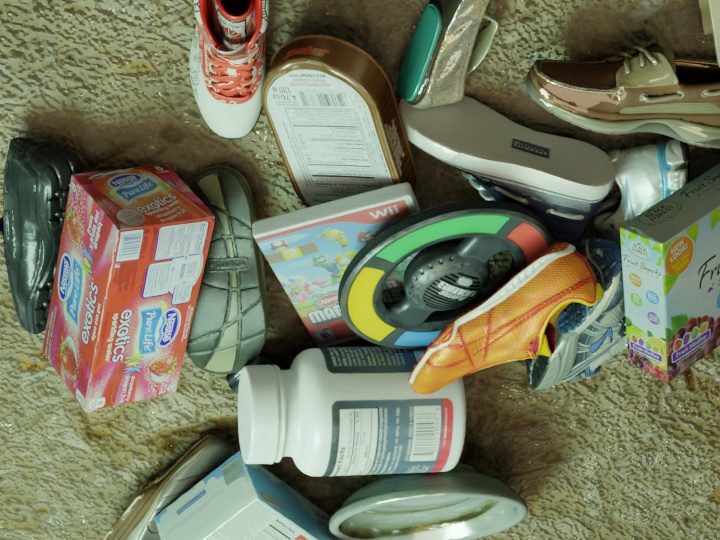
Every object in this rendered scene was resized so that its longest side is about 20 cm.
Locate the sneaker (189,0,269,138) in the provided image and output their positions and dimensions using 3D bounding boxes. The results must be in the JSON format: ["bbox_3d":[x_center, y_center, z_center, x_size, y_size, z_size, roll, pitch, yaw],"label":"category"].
[{"bbox_3d":[-0.110,-0.181,1.212,0.067,0.108,0.203,6,122,-3],"label":"sneaker"}]

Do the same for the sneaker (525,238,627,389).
[{"bbox_3d":[0.217,0.036,1.357,0.084,0.078,0.201,0,147,-16],"label":"sneaker"}]

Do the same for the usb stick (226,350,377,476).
[{"bbox_3d":[-0.040,0.142,1.456,0.199,0.033,0.056,33,117,-18],"label":"usb stick"}]

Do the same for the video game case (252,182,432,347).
[{"bbox_3d":[0.000,0.000,1.330,0.142,0.018,0.200,-14,145,9],"label":"video game case"}]

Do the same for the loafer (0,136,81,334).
[{"bbox_3d":[-0.294,-0.031,1.338,0.070,0.068,0.202,30,131,22],"label":"loafer"}]

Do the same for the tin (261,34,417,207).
[{"bbox_3d":[-0.019,-0.112,1.260,0.111,0.042,0.201,7,140,25],"label":"tin"}]

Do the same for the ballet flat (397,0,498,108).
[{"bbox_3d":[0.089,-0.224,1.220,0.067,0.068,0.201,3,130,-24],"label":"ballet flat"}]

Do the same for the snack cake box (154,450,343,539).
[{"bbox_3d":[-0.096,0.276,1.478,0.115,0.067,0.200,-38,133,9],"label":"snack cake box"}]

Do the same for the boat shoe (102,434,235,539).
[{"bbox_3d":[-0.204,0.242,1.492,0.200,0.072,0.076,-51,133,4],"label":"boat shoe"}]

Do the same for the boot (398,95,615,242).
[{"bbox_3d":[0.117,-0.085,1.297,0.198,0.073,0.091,21,141,1],"label":"boot"}]

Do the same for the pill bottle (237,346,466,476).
[{"bbox_3d":[-0.011,0.131,1.379,0.198,0.120,0.120,0,123,-13],"label":"pill bottle"}]

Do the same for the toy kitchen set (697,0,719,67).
[{"bbox_3d":[0.364,-0.252,1.134,0.198,0.164,0.182,-13,121,8],"label":"toy kitchen set"}]

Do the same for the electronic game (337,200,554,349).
[{"bbox_3d":[0.077,0.007,1.305,0.198,0.042,0.201,-11,144,-8],"label":"electronic game"}]

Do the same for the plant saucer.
[{"bbox_3d":[0.066,0.229,1.470,0.198,0.051,0.200,-5,157,-2],"label":"plant saucer"}]

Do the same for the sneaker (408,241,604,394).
[{"bbox_3d":[0.122,0.058,1.284,0.200,0.073,0.077,-38,85,27],"label":"sneaker"}]

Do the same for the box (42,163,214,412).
[{"bbox_3d":[-0.211,0.015,1.322,0.099,0.095,0.201,-10,130,-36],"label":"box"}]

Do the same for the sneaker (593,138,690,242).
[{"bbox_3d":[0.256,-0.029,1.337,0.086,0.075,0.202,0,120,15],"label":"sneaker"}]

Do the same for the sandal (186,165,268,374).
[{"bbox_3d":[-0.120,0.000,1.360,0.079,0.057,0.203,4,107,4],"label":"sandal"}]

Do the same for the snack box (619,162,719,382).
[{"bbox_3d":[0.312,-0.014,1.283,0.199,0.053,0.143,-31,126,-29],"label":"snack box"}]

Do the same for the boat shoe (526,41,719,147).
[{"bbox_3d":[0.237,-0.158,1.239,0.198,0.076,0.072,6,125,-14],"label":"boat shoe"}]
